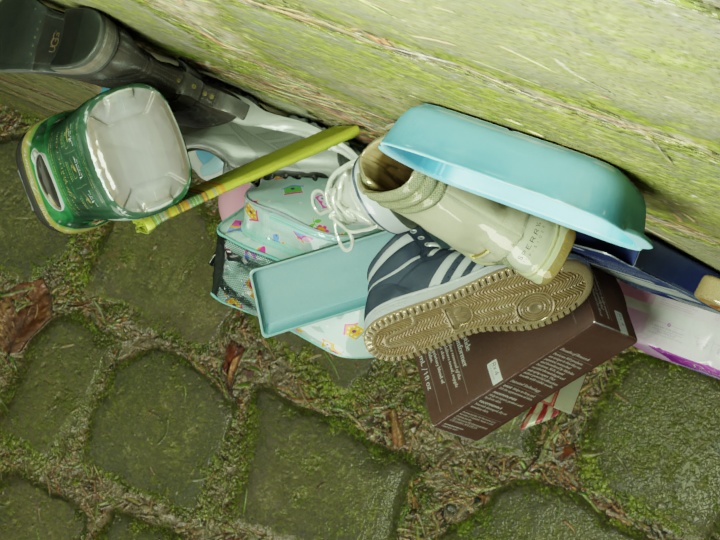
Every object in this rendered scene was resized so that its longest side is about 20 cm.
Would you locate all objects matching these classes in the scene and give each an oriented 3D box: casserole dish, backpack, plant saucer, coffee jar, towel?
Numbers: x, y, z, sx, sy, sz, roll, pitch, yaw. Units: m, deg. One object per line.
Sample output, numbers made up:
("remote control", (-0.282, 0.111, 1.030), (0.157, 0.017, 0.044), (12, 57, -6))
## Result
("casserole dish", (0.105, -0.064, 1.047), (0.199, 0.039, 0.121), (22, 179, 25))
("backpack", (-0.021, -0.017, 1.520), (0.199, 0.154, 0.176), (33, -139, 16))
("plant saucer", (0.000, 0.000, 1.409), (0.198, 0.071, 0.019), (-17, -151, -12))
("coffee jar", (-0.217, -0.089, 1.316), (0.085, 0.105, 0.199), (-23, -171, -28))
("towel", (-0.097, -0.077, 1.340), (0.018, 0.199, 0.086), (67, 168, -11))

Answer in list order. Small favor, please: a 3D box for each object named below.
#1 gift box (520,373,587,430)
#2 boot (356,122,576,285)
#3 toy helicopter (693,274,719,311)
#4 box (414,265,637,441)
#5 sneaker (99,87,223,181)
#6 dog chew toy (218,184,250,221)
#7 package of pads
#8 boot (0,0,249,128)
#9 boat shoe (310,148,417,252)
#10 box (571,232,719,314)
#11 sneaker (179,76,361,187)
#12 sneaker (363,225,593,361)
("gift box", (0.151, 0.053, 1.717), (0.186, 0.202, 0.184), (21, -176, -35))
("boot", (0.065, -0.059, 1.234), (0.154, 0.073, 0.200), (26, -177, -21))
("toy helicopter", (0.321, 0.044, 1.153), (0.199, 0.079, 0.132), (26, -179, 45))
("box", (0.146, 0.064, 1.456), (0.075, 0.199, 0.101), (23, -139, -44))
("sneaker", (-0.200, -0.151, 1.643), (0.130, 0.080, 0.199), (21, 179, -32))
("dog chew toy", (-0.057, -0.072, 1.793), (0.198, 0.126, 0.124), (13, 176, 15))
("package of pads", (0.346, 0.065, 1.526), (0.199, 0.076, 0.120), (21, 180, 35))
("boot", (-0.211, -0.167, 1.353), (0.199, 0.070, 0.173), (18, 176, 43))
("boat shoe", (0.000, -0.060, 1.341), (0.085, 0.075, 0.202), (-20, -177, 11))
("box", (0.226, -0.011, 1.342), (0.199, 0.033, 0.121), (21, 180, -44))
("sneaker", (-0.078, -0.107, 1.449), (0.198, 0.080, 0.074), (20, 177, -2))
("sneaker", (0.094, 0.003, 1.355), (0.109, 0.198, 0.070), (-95, -13, -52))
